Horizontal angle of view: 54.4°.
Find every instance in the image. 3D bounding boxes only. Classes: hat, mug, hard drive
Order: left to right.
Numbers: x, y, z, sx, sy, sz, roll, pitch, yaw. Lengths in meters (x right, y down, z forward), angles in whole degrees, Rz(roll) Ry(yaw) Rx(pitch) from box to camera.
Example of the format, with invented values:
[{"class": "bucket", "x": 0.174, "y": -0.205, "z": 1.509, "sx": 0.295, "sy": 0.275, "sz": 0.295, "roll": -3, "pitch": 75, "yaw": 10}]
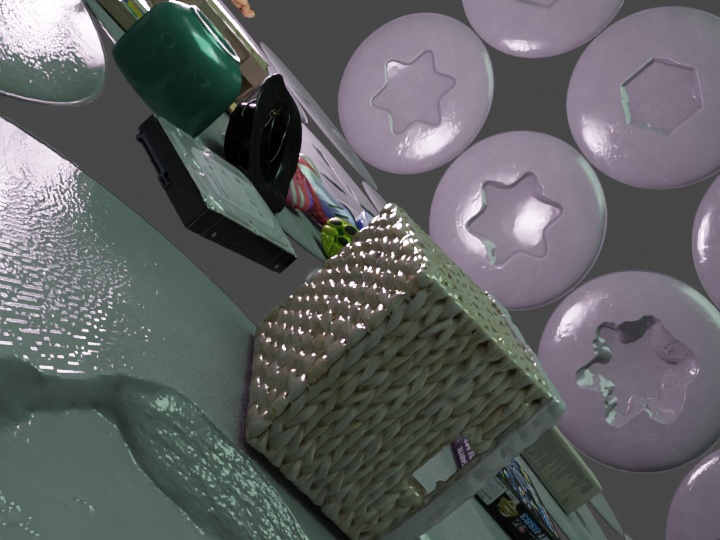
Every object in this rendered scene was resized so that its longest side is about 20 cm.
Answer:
[{"class": "mug", "x": -0.228, "y": -0.273, "z": 0.917, "sx": 0.152, "sy": 0.114, "sz": 0.186, "roll": 47, "pitch": 11, "yaw": -26}, {"class": "hard drive", "x": -0.156, "y": -0.081, "z": 0.790, "sx": 0.141, "sy": 0.038, "sz": 0.199, "roll": 56, "pitch": 11, "yaw": 24}, {"class": "hat", "x": -0.153, "y": -0.184, "z": 1.024, "sx": 0.200, "sy": 0.079, "sz": 0.206, "roll": 7, "pitch": 90, "yaw": -77}]

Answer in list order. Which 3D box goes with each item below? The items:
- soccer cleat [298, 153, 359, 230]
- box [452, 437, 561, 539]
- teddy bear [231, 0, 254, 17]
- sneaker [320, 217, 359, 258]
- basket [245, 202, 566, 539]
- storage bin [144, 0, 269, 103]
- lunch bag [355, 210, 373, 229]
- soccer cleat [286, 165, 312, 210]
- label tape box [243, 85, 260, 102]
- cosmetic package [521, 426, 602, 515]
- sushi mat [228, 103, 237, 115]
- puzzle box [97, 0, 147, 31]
[{"class": "soccer cleat", "x": -0.076, "y": -0.116, "z": 1.279, "sx": 0.202, "sy": 0.068, "sz": 0.073, "roll": 54, "pitch": 32, "yaw": -10}, {"class": "box", "x": 0.213, "y": 0.316, "z": 1.068, "sx": 0.199, "sy": 0.049, "sz": 0.200, "roll": 51, "pitch": 9, "yaw": -15}, {"class": "teddy bear", "x": -0.528, "y": -1.182, "z": 3.035, "sx": 0.201, "sy": 0.066, "sz": 0.145, "roll": 49, "pitch": 7, "yaw": -22}, {"class": "sneaker", "x": 0.000, "y": 0.000, "z": 1.204, "sx": 0.201, "sy": 0.074, "sz": 0.084, "roll": 49, "pitch": -16, "yaw": -1}, {"class": "basket", "x": 0.024, "y": 0.078, "z": 0.580, "sx": 0.161, "sy": 0.198, "sz": 0.201, "roll": 45, "pitch": 11, "yaw": -18}, {"class": "storage bin", "x": -0.271, "y": -0.421, "z": 1.217, "sx": 0.200, "sy": 0.093, "sz": 0.200, "roll": 55, "pitch": 7, "yaw": 36}, {"class": "lunch bag", "x": 0.042, "y": -0.027, "z": 1.453, "sx": 0.160, "sy": 0.075, "sz": 0.202, "roll": 40, "pitch": 15, "yaw": -42}, {"class": "soccer cleat", "x": -0.132, "y": -0.177, "z": 1.148, "sx": 0.200, "sy": 0.076, "sz": 0.067, "roll": 46, "pitch": 10, "yaw": -33}, {"class": "label tape box", "x": -0.227, "y": -0.376, "z": 1.471, "sx": 0.200, "sy": 0.063, "sz": 0.145, "roll": 39, "pitch": 17, "yaw": -54}, {"class": "cosmetic package", "x": 0.445, "y": 0.434, "z": 1.598, "sx": 0.202, "sy": 0.103, "sz": 0.087, "roll": 53, "pitch": 10, "yaw": 2}, {"class": "sushi mat", "x": -0.272, "y": -0.347, "z": 1.296, "sx": 0.201, "sy": 0.012, "sz": 0.096, "roll": 52, "pitch": 11, "yaw": -2}, {"class": "puzzle box", "x": -0.318, "y": -0.357, "z": 1.072, "sx": 0.200, "sy": 0.025, "sz": 0.134, "roll": 47, "pitch": 11, "yaw": -27}]
